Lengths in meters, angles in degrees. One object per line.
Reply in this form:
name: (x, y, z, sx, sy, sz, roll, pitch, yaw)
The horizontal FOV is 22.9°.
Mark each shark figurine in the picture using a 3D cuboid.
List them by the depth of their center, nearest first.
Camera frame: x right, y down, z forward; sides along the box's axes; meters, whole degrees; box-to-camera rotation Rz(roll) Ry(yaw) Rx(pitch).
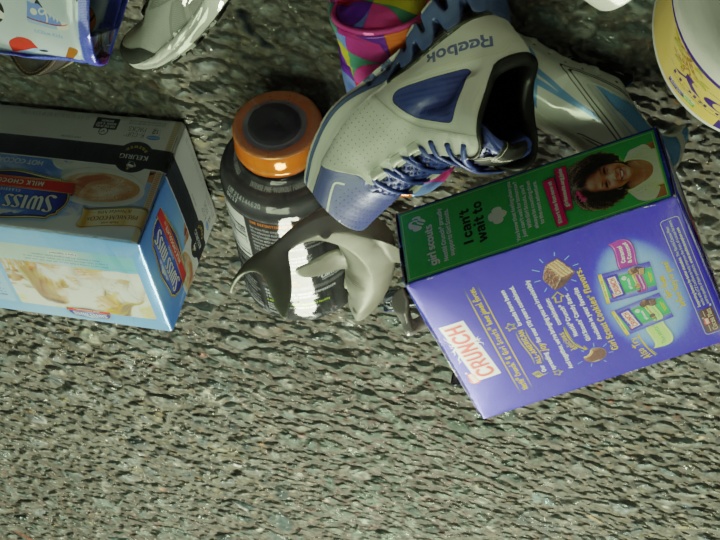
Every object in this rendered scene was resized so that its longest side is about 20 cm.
shark figurine: (-0.002, -0.013, 1.370, 0.089, 0.128, 0.214, 32, -171, 25)

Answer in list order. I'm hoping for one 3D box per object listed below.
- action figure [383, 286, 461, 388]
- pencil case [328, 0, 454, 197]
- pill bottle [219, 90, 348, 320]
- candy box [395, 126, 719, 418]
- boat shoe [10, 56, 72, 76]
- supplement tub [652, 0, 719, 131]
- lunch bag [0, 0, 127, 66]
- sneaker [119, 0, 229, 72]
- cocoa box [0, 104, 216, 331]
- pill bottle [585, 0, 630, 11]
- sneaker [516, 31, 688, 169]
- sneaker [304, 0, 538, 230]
action figure: (0.099, 0.049, 1.499, 0.200, 0.105, 0.193, -9, 172, 28)
pencil case: (0.024, -0.137, 1.314, 0.088, 0.088, 0.200, 8, 144, 12)
pill bottle: (-0.056, -0.055, 1.444, 0.106, 0.106, 0.200, 9, 146, 12)
candy box: (0.148, 0.006, 1.286, 0.200, 0.077, 0.169, -19, 135, 12)
boat shoe: (-0.231, -0.201, 1.317, 0.075, 0.073, 0.200, 52, 144, 4)
supplement tub: (0.252, -0.155, 1.072, 0.145, 0.146, 0.200, 13, 178, 5)
lunch bag: (-0.235, -0.243, 1.175, 0.170, 0.124, 0.200, 10, 104, 10)
sneaker: (-0.122, -0.216, 1.283, 0.079, 0.074, 0.200, 38, 136, -14)
cocoa box: (-0.245, -0.046, 1.518, 0.200, 0.131, 0.133, 7, 146, 14)
pill bottle: (0.098, -0.250, 1.091, 0.200, 0.110, 0.110, 32, 144, -21)
sneaker: (0.149, -0.131, 1.295, 0.200, 0.073, 0.072, 36, 170, -6)
sneaker: (0.052, -0.093, 1.215, 0.080, 0.115, 0.199, 14, 123, -47)
